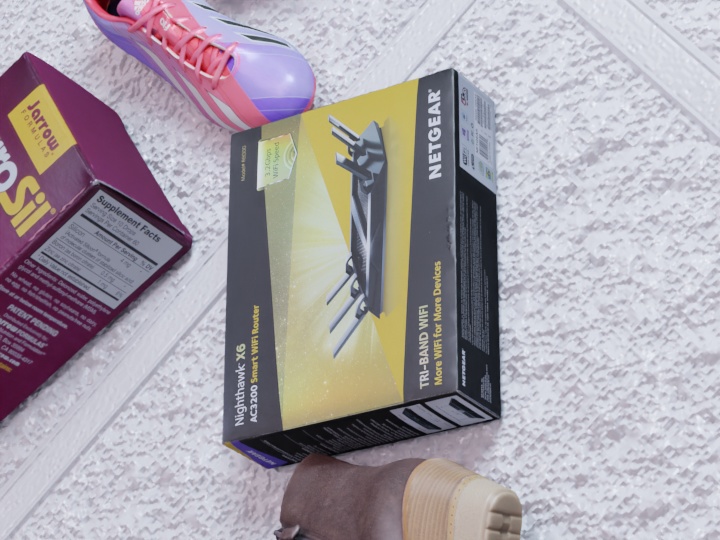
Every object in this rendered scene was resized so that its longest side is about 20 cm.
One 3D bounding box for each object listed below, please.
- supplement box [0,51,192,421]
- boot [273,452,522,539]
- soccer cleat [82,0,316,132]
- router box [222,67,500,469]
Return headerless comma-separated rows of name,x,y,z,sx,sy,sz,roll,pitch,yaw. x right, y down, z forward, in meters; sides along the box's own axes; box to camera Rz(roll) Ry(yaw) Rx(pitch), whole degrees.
supplement box,-0.224,-0.011,1.620,0.200,0.103,0.131,-42,50,11
boot,0.008,0.198,1.404,0.166,0.072,0.201,1,73,49
soccer cleat,-0.108,-0.143,1.617,0.200,0.076,0.067,35,91,40
router box,0.000,0.000,1.492,0.157,0.052,0.201,-15,61,29
